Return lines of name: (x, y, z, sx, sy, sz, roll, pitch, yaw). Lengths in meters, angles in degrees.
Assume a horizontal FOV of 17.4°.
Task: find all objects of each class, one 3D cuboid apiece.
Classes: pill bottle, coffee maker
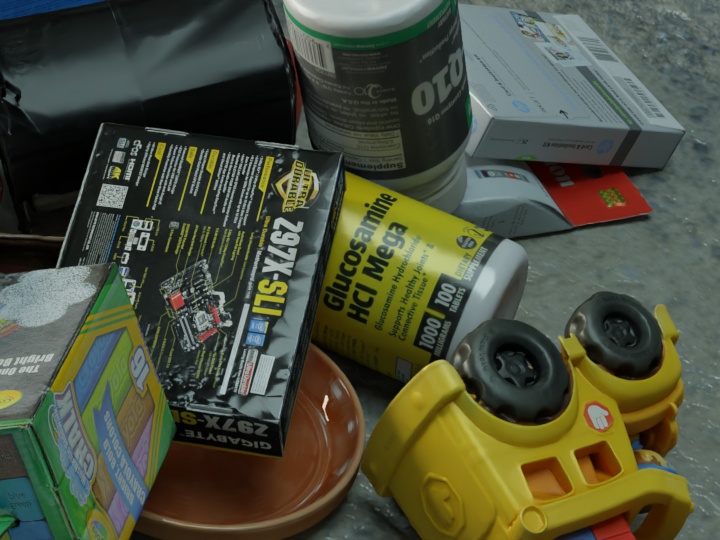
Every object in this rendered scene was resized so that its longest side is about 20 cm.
pill bottle: (0.000, 0.000, 1.530, 0.199, 0.113, 0.113, 22, 39, 12)
pill bottle: (0.015, -0.126, 1.560, 0.112, 0.201, 0.114, -5, 47, 5)
coffee maker: (-0.145, -0.119, 1.544, 0.199, 0.192, 0.136, -15, 84, -10)

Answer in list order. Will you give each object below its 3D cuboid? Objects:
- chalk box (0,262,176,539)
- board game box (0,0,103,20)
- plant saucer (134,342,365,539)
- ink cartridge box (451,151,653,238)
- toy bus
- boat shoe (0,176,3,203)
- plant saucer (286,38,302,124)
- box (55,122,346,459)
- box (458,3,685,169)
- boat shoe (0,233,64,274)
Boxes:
chalk box: (-0.196, 0.105, 1.273, 0.124, 0.124, 0.200, -6, 32, 19)
board game box: (-0.314, -0.187, 1.665, 0.199, 0.056, 0.195, -23, 32, -36)
plant saucer: (-0.097, 0.097, 1.449, 0.199, 0.032, 0.201, 8, 38, -6)
ink cartridge box: (0.099, -0.092, 1.721, 0.199, 0.050, 0.163, -11, 45, -22)
toy bus: (0.131, 0.129, 1.410, 0.199, 0.136, 0.193, -15, 59, -34)
boat shoe: (-0.297, -0.082, 1.582, 0.071, 0.063, 0.200, -20, 34, -28)
plant saucer: (-0.141, -0.131, 1.710, 0.198, 0.037, 0.201, 12, 38, -2)
box: (-0.104, 0.008, 1.431, 0.158, 0.049, 0.201, 8, 57, 6)
box: (0.125, -0.140, 1.752, 0.199, 0.041, 0.156, 2, 38, -40)
boat shoe: (-0.256, -0.003, 1.489, 0.201, 0.075, 0.075, 3, 40, -12)
